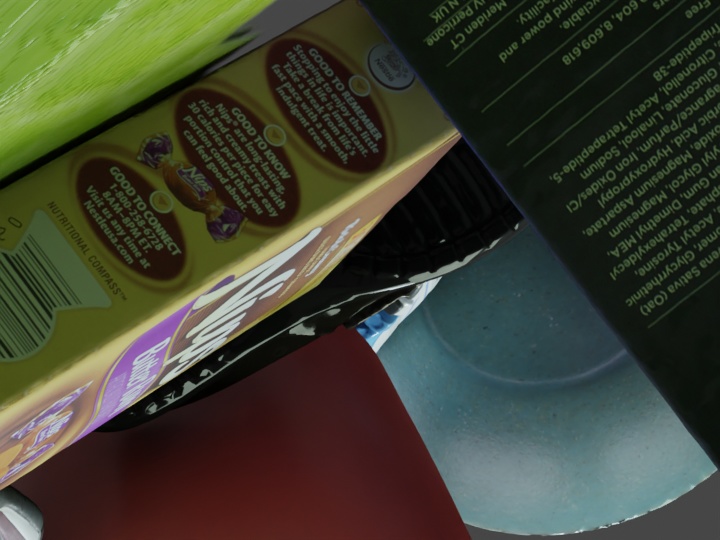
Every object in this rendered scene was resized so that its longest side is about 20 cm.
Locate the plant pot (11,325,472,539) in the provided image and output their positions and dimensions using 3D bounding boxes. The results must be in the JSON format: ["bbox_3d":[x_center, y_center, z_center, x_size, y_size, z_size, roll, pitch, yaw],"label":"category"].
[{"bbox_3d":[-0.047,0.112,1.036,0.200,0.200,0.178,-39,-144,22],"label":"plant pot"}]

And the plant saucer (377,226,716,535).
[{"bbox_3d":[0.078,0.009,1.208,0.201,0.201,0.039,-36,150,-8],"label":"plant saucer"}]

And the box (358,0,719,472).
[{"bbox_3d":[0.111,-0.039,0.851,0.104,0.200,0.148,-38,174,17],"label":"box"}]

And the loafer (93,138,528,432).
[{"bbox_3d":[-0.023,-0.012,0.980,0.199,0.073,0.071,-26,176,-11],"label":"loafer"}]

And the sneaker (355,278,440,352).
[{"bbox_3d":[0.000,0.000,1.178,0.087,0.075,0.200,-40,178,-39],"label":"sneaker"}]

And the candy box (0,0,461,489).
[{"bbox_3d":[-0.070,0.003,0.837,0.200,0.057,0.117,-34,173,-36],"label":"candy box"}]

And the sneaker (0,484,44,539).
[{"bbox_3d":[-0.161,0.119,0.934,0.116,0.075,0.200,-64,-176,-20],"label":"sneaker"}]
